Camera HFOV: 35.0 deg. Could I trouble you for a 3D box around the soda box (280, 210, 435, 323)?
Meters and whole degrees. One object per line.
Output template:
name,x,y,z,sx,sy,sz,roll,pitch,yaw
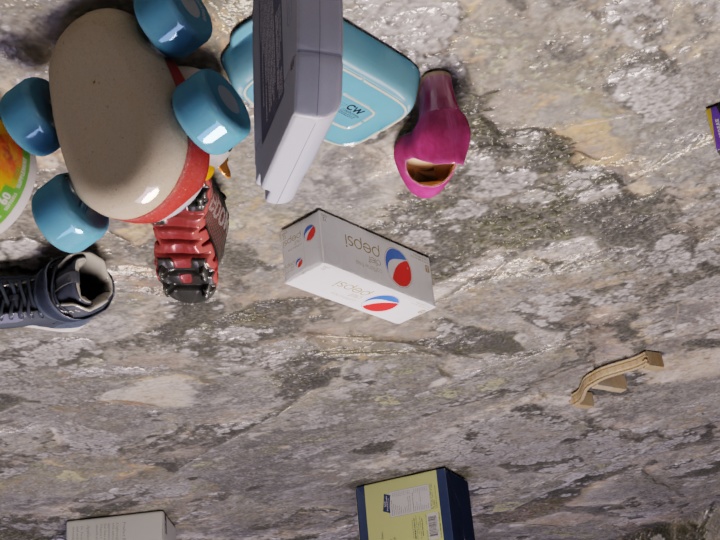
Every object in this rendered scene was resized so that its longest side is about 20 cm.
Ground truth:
soda box,0.000,0.000,1.317,0.063,0.069,0.199,-26,148,35

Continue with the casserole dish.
casserole dish,-0.031,-0.163,1.011,0.120,0.039,0.199,-25,150,35

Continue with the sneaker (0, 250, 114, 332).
sneaker,-0.369,0.024,1.249,0.201,0.078,0.146,-1,167,-35

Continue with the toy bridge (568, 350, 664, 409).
toy bridge,0.395,0.178,1.829,0.067,0.027,0.200,10,150,-26

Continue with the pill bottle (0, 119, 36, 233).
pill bottle,-0.377,-0.109,0.950,0.110,0.112,0.200,-18,152,23

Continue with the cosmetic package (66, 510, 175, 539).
cosmetic package,-0.482,0.596,2.315,0.198,0.167,0.165,-5,155,-2

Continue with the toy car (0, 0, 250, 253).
toy car,-0.156,-0.113,0.955,0.183,0.178,0.200,-31,160,21

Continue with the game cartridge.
game cartridge,-0.047,-0.166,0.811,0.040,0.202,0.133,3,153,-14

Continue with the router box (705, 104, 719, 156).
router box,0.464,-0.133,1.177,0.156,0.053,0.199,-21,151,27

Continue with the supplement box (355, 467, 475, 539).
supplement box,0.112,0.520,2.264,0.198,0.202,0.134,-16,152,21

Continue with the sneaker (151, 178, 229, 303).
sneaker,-0.173,-0.067,1.139,0.070,0.098,0.202,4,131,5

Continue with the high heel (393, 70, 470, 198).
high heel,0.074,-0.098,1.102,0.067,0.097,0.200,-3,154,-9
